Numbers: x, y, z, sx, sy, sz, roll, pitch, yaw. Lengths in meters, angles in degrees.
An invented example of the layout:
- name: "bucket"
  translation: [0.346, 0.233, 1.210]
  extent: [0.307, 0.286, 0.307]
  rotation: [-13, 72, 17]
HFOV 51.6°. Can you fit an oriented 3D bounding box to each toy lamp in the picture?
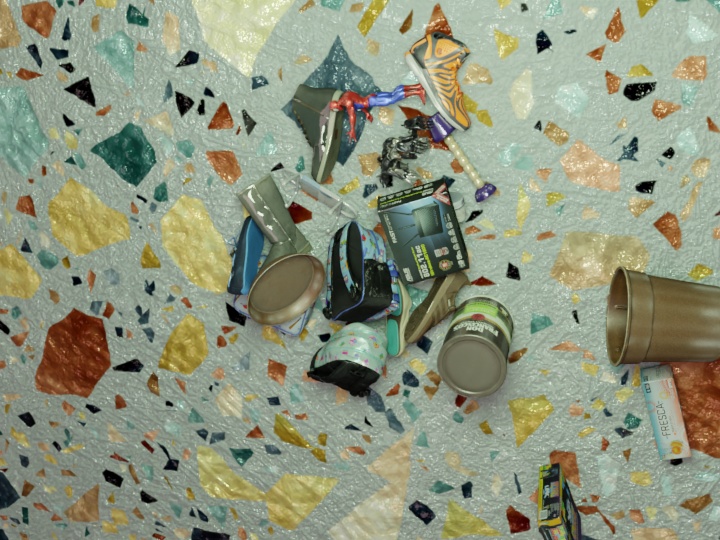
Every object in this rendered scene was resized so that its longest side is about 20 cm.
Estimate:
- name: "toy lamp"
  translation: [0.206, -0.237, 1.543]
  extent: [0.058, 0.058, 0.201]
  rotation: [-29, 102, 26]

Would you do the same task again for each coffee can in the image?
- name: "coffee can"
  translation: [0.253, 0.160, 1.613]
  extent: [0.144, 0.200, 0.149]
  rotation: [6, 114, 14]

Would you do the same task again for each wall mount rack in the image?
- name: "wall mount rack"
  translation: [-0.101, -0.154, 1.619]
  extent: [0.198, 0.174, 0.075]
  rotation: [31, 75, 3]

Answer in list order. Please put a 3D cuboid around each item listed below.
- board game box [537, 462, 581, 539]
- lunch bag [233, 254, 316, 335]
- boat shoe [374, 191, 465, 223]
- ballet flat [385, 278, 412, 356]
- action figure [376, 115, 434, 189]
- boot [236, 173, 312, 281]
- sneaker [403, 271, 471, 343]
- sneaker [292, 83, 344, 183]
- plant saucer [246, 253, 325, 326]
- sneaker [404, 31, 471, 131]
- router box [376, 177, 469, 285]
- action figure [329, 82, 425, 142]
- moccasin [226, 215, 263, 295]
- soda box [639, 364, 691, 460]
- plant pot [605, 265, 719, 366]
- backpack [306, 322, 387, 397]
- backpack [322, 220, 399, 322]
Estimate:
- name: "board game box"
  translation: [0.462, 0.577, 1.723]
  extent: [0.056, 0.200, 0.167]
  rotation: [-19, 107, 22]
- name: "lunch bag"
  translation: [-0.207, 0.061, 1.789]
  extent: [0.198, 0.076, 0.162]
  rotation: [24, 119, 6]
- name: "boat shoe"
  translation: [0.132, -0.111, 1.617]
  extent: [0.199, 0.075, 0.087]
  rotation: [-9, 122, 13]
- name: "ballet flat"
  translation: [0.089, 0.099, 1.719]
  extent: [0.068, 0.070, 0.203]
  rotation: [8, 114, 14]
- name: "action figure"
  translation: [0.093, -0.235, 1.535]
  extent: [0.100, 0.200, 0.121]
  rotation: [14, 74, -11]
- name: "boot"
  translation: [-0.215, -0.093, 1.681]
  extent: [0.072, 0.182, 0.202]
  rotation: [-8, 119, 47]
- name: "sneaker"
  translation: [0.174, 0.089, 1.663]
  extent: [0.075, 0.071, 0.201]
  rotation: [27, 104, -19]
- name: "sneaker"
  translation: [-0.100, -0.297, 1.611]
  extent: [0.105, 0.075, 0.203]
  rotation: [16, 107, 15]
- name: "plant saucer"
  translation: [-0.170, 0.036, 1.654]
  extent: [0.035, 0.198, 0.202]
  rotation: [47, 124, 35]
- name: "sneaker"
  translation: [0.183, -0.381, 1.477]
  extent: [0.111, 0.078, 0.201]
  rotation: [-33, 105, 21]
- name: "router box"
  translation: [0.133, -0.078, 1.556]
  extent: [0.148, 0.063, 0.202]
  rotation: [-15, 122, 13]
- name: "action figure"
  translation: [0.035, -0.327, 1.537]
  extent: [0.196, 0.066, 0.100]
  rotation: [-3, 121, 4]
- name: "moccasin"
  translation: [-0.273, -0.040, 1.707]
  extent: [0.067, 0.203, 0.081]
  rotation: [-9, 143, 24]
- name: "soda box"
  translation: [0.665, 0.310, 1.624]
  extent: [0.067, 0.064, 0.203]
  rotation: [-13, 107, 22]
- name: "plant pot"
  translation: [0.611, 0.101, 1.490]
  extent: [0.195, 0.201, 0.203]
  rotation: [5, 114, 7]
- name: "backpack"
  translation: [-0.020, 0.206, 1.727]
  extent: [0.165, 0.128, 0.200]
  rotation: [18, 155, -16]
- name: "backpack"
  translation: [0.000, 0.000, 1.650]
  extent: [0.133, 0.203, 0.182]
  rotation: [7, 157, -27]
